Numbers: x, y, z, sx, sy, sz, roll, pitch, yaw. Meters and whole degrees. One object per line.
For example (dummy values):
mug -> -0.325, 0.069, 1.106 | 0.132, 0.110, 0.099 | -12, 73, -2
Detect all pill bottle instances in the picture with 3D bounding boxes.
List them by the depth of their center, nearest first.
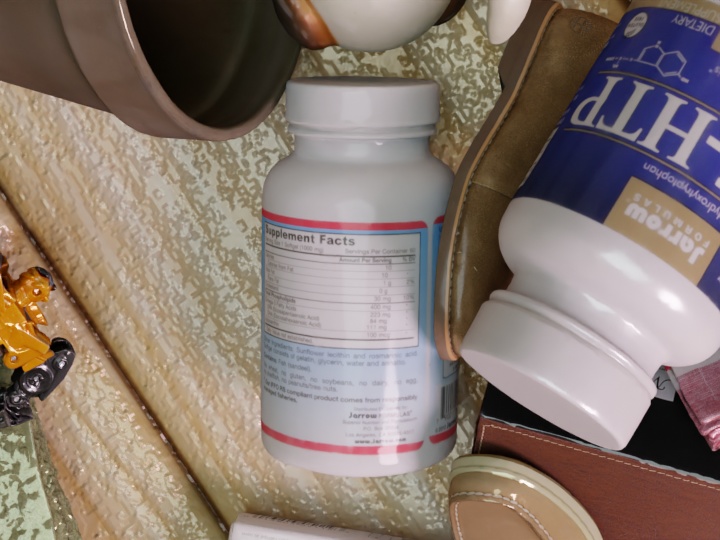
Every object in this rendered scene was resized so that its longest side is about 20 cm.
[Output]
pill bottle -> 0.135, -0.024, 0.772 | 0.119, 0.120, 0.201 | 31, 81, 2
pill bottle -> 0.000, 0.000, 0.879 | 0.108, 0.109, 0.202 | 2, 100, 8

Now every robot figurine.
robot figurine -> -0.256, 0.047, 0.886 | 0.199, 0.058, 0.146 | -29, 127, -4

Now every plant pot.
plant pot -> -0.144, -0.166, 0.843 | 0.172, 0.200, 0.202 | 2, 101, 24

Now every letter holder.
letter holder -> 0.163, 0.101, 0.879 | 0.198, 0.101, 0.143 | 15, 144, 8

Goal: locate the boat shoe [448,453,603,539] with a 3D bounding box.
boat shoe -> 0.093, 0.176, 0.868 | 0.073, 0.067, 0.201 | -2, 135, 32

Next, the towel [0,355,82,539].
towel -> -0.247, 0.121, 0.950 | 0.147, 0.036, 0.202 | -19, 86, 2

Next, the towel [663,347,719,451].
towel -> 0.192, -0.027, 0.829 | 0.143, 0.023, 0.201 | -33, 56, 13

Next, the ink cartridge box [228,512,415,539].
ink cartridge box -> -0.009, 0.251, 0.935 | 0.159, 0.050, 0.202 | 8, 89, 7

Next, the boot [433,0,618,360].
boot -> 0.092, -0.043, 0.842 | 0.075, 0.074, 0.202 | 18, 77, 15

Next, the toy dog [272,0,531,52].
toy dog -> 0.027, -0.185, 0.808 | 0.139, 0.200, 0.195 | -26, 82, -24
